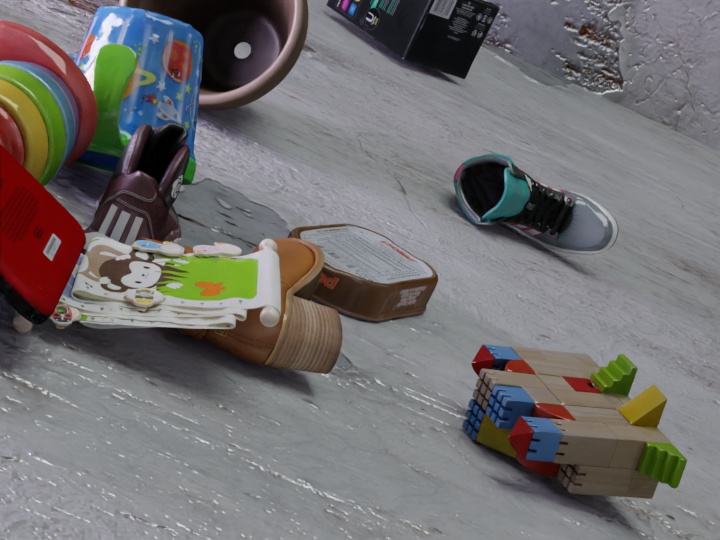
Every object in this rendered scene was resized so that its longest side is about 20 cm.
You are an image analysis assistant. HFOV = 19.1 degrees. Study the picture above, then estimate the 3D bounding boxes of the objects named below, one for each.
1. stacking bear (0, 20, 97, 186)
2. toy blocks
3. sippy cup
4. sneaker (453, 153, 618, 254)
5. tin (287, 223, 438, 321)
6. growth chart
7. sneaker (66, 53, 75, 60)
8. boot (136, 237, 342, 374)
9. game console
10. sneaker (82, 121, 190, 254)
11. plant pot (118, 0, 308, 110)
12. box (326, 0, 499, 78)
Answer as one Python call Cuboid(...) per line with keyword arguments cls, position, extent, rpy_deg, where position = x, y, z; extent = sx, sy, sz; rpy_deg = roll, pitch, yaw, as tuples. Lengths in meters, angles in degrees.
Cuboid(cls="stacking bear", position=(-0.287, -0.101, 1.634), extent=(0.113, 0.122, 0.200), rpy_deg=(21, 23, 8))
Cuboid(cls="toy blocks", position=(0.147, 0.116, 1.692), extent=(0.136, 0.100, 0.200), rpy_deg=(7, 22, -25))
Cuboid(cls="sippy cup", position=(-0.194, -0.152, 1.831), extent=(0.139, 0.131, 0.178), rpy_deg=(17, -7, -30))
Cuboid(cls="sneaker", position=(0.187, -0.076, 2.407), extent=(0.199, 0.084, 0.121), rpy_deg=(23, 8, 18))
Cuboid(cls="tin", position=(0.000, 0.000, 1.917), extent=(0.112, 0.042, 0.200), rpy_deg=(36, 16, 17))
Cuboid(cls="growth chart", position=(-0.149, 0.008, 1.515), extent=(0.199, 0.018, 0.145), rpy_deg=(0, 26, -13))
Cuboid(cls="sneaker", position=(-0.272, -0.156, 1.924), extent=(0.089, 0.079, 0.200), rpy_deg=(24, 4, 19))
Cuboid(cls="boot", position=(-0.104, 0.006, 1.645), extent=(0.154, 0.074, 0.200), rpy_deg=(17, 14, -20))
Cuboid(cls="game console", position=(-0.291, -0.021, 1.437), extent=(0.172, 0.119, 0.200), rpy_deg=(46, 12, -12))
Cuboid(cls="sneaker", position=(-0.162, -0.070, 1.706), extent=(0.075, 0.116, 0.200), rpy_deg=(25, 15, -6))
Cuboid(cls="plant pot", position=(-0.146, -0.256, 2.311), extent=(0.200, 0.201, 0.175), rpy_deg=(30, -4, 11))
Cuboid(cls="box", position=(0.077, -0.397, 3.227), extent=(0.148, 0.125, 0.200), rpy_deg=(12, 20, -45))
